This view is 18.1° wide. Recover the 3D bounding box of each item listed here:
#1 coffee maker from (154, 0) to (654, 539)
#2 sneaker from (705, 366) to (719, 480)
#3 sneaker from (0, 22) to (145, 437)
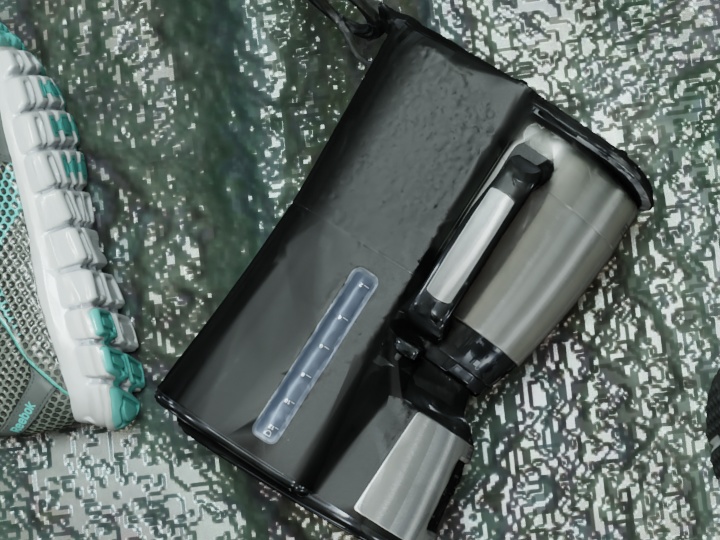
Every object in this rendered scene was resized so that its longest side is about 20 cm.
[{"bbox_3d":[0.000,0.000,0.990,0.192,0.135,0.200,32,86,32],"label":"coffee maker"},{"bbox_3d":[0.222,0.117,0.979,0.080,0.074,0.200,-30,86,-13],"label":"sneaker"},{"bbox_3d":[-0.166,-0.016,1.025,0.091,0.078,0.201,-16,80,7],"label":"sneaker"}]
